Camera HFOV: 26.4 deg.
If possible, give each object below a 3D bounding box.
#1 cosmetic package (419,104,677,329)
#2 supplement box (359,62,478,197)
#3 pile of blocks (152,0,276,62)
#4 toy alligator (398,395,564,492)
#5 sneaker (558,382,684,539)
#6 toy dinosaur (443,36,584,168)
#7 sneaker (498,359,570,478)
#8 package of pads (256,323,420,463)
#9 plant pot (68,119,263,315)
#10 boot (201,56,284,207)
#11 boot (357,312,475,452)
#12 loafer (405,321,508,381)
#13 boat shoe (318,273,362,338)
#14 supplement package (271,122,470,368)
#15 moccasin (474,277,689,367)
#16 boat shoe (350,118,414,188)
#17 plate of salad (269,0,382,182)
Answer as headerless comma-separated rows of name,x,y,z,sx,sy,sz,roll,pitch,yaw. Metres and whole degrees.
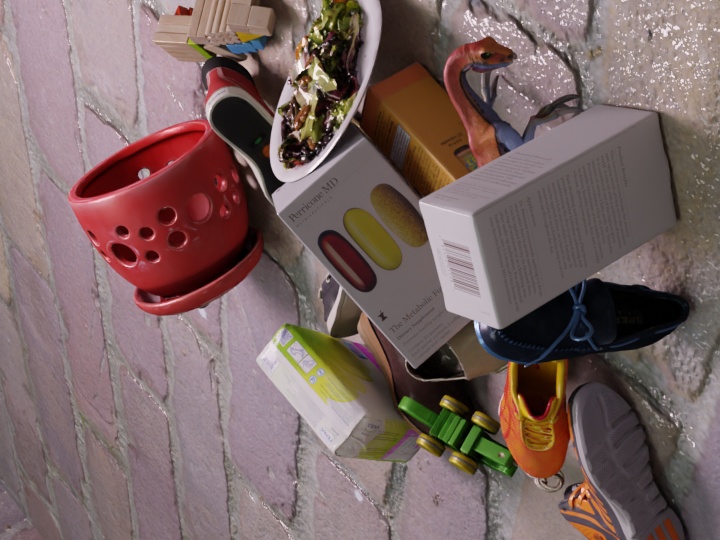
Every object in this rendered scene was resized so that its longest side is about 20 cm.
cosmetic package,0.151,-0.046,1.215,0.071,0.200,0.102,20,131,53
supplement box,0.086,-0.098,1.426,0.200,0.066,0.069,49,151,23
pile of blocks,-0.145,-0.273,1.677,0.200,0.082,0.062,-1,72,50
toy alligator,0.127,0.183,1.575,0.200,0.059,0.054,26,169,28
sneaker,0.224,0.198,1.465,0.112,0.077,0.200,-1,115,59
toy dinosaur,0.126,-0.098,1.282,0.181,0.200,0.105,39,147,-30
sneaker,0.161,0.131,1.443,0.073,0.077,0.200,0,131,12
package of pads,-0.010,0.142,1.708,0.155,0.068,0.200,47,-167,26
plant pot,-0.225,-0.061,1.862,0.200,0.200,0.183,12,134,56
boot,-0.102,-0.149,1.707,0.200,0.072,0.144,49,-170,-28
boot,0.083,0.092,1.611,0.200,0.072,0.166,51,147,5
loafer,0.119,0.070,1.490,0.200,0.068,0.076,-30,93,45
boat shoe,0.000,0.000,1.666,0.200,0.074,0.060,111,141,-56
supplement package,0.022,-0.026,1.462,0.200,0.114,0.110,47,-176,-13
moccasin,0.185,0.030,1.260,0.068,0.200,0.081,-27,74,54
boat shoe,-0.010,-0.120,1.566,0.201,0.073,0.063,50,157,35
plate of salad,-0.043,-0.180,1.462,0.048,0.201,0.200,24,166,-26
